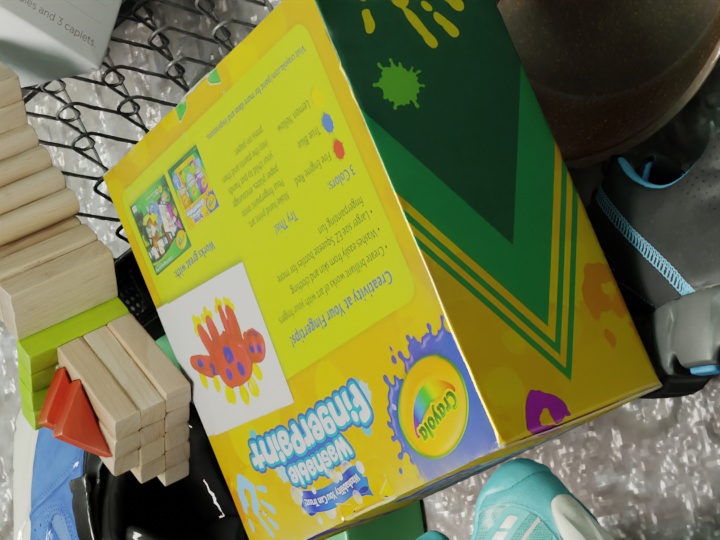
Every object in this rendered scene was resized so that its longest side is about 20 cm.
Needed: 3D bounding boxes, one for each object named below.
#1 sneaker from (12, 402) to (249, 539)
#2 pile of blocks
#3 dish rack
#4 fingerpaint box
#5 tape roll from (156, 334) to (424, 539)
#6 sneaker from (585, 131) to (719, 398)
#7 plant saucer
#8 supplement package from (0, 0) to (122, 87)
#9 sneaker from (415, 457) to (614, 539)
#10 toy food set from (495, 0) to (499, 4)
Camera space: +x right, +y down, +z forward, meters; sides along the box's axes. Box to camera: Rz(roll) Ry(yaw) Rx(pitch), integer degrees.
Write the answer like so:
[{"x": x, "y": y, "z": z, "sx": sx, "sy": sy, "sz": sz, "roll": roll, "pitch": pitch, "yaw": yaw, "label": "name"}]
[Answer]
[{"x": -0.098, "y": 0.145, "z": 0.985, "sx": 0.111, "sy": 0.077, "sz": 0.201, "roll": -2, "pitch": 87, "yaw": 55, "label": "sneaker"}, {"x": -0.139, "y": 0.004, "z": 0.927, "sx": 0.200, "sy": 0.062, "sz": 0.082, "roll": 60, "pitch": 155, "yaw": 12, "label": "pile of blocks"}, {"x": -0.095, "y": -0.077, "z": 1.010, "sx": 0.153, "sy": 0.055, "sz": 0.200, "roll": -36, "pitch": 66, "yaw": 17, "label": "dish rack"}, {"x": 0.000, "y": 0.000, "z": 0.832, "sx": 0.200, "sy": 0.073, "sz": 0.167, "roll": -36, "pitch": 75, "yaw": 59, "label": "fingerpaint box"}, {"x": -0.058, "y": 0.118, "z": 1.032, "sx": 0.200, "sy": 0.048, "sz": 0.201, "roll": 6, "pitch": 99, "yaw": 44, "label": "tape roll"}, {"x": 0.101, "y": 0.003, "z": 0.828, "sx": 0.200, "sy": 0.073, "sz": 0.082, "roll": -15, "pitch": 74, "yaw": 61, "label": "sneaker"}, {"x": 0.078, "y": -0.138, "z": 0.870, "sx": 0.200, "sy": 0.037, "sz": 0.201, "roll": 6, "pitch": 99, "yaw": 45, "label": "plant saucer"}, {"x": -0.183, "y": -0.197, "z": 0.994, "sx": 0.150, "sy": 0.152, "sz": 0.201, "roll": -6, "pitch": 62, "yaw": 46, "label": "supplement package"}, {"x": 0.034, "y": 0.136, "z": 0.840, "sx": 0.080, "sy": 0.077, "sz": 0.200, "roll": 58, "pitch": 138, "yaw": 18, "label": "sneaker"}, {"x": 0.015, "y": -0.199, "z": 0.859, "sx": 0.200, "sy": 0.060, "sz": 0.144, "roll": 52, "pitch": 128, "yaw": 27, "label": "toy food set"}]
